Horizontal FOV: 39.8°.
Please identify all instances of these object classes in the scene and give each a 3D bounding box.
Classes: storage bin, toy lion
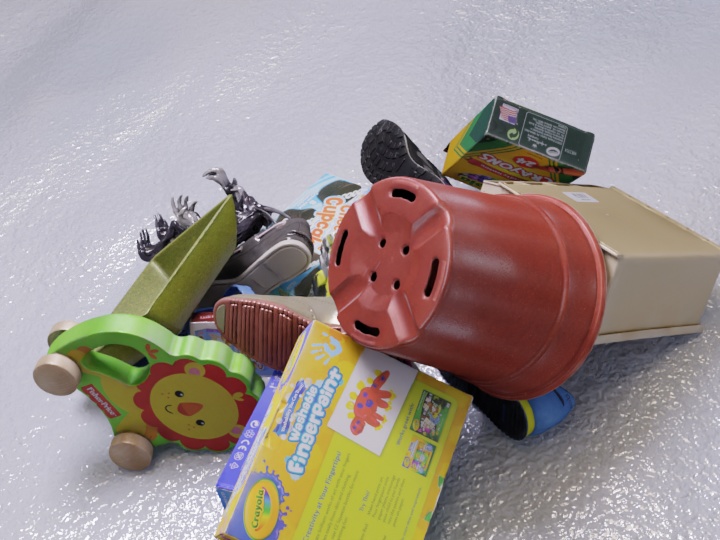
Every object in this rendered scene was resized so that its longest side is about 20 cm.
[{"bbox_3d":[0.243,-0.019,1.041,0.198,0.095,0.198,-2,29,-39],"label":"storage bin"},{"bbox_3d":[-0.200,0.118,1.013,0.190,0.201,0.069,-20,35,22],"label":"toy lion"}]

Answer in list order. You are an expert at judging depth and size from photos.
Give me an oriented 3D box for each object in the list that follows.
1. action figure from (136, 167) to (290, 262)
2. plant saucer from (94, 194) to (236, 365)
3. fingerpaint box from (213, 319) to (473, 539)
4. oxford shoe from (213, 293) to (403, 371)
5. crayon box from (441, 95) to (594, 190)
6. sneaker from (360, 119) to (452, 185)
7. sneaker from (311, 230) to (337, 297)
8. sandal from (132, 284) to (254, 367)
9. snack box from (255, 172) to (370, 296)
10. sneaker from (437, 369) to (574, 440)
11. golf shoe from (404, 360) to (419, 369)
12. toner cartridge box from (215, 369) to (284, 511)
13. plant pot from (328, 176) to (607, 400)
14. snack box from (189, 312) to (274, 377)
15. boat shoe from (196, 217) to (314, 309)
[{"bbox_3d":[-0.189,-0.066,1.241,0.198,0.103,0.119,-17,16,27],"label":"action figure"},{"bbox_3d":[-0.221,0.030,1.116,0.199,0.048,0.201,-31,23,45],"label":"plant saucer"},{"bbox_3d":[-0.014,0.174,0.885,0.165,0.073,0.202,25,68,-7],"label":"fingerpaint box"},{"bbox_3d":[-0.048,0.058,0.993,0.197,0.072,0.074,15,31,8],"label":"oxford shoe"},{"bbox_3d":[0.178,-0.132,1.186,0.125,0.200,0.051,19,77,-8],"label":"crayon box"},{"bbox_3d":[0.070,-0.112,1.275,0.076,0.087,0.201,-47,48,16],"label":"sneaker"},{"bbox_3d":[0.000,0.000,1.099,0.084,0.200,0.075,-15,76,-18],"label":"sneaker"},{"bbox_3d":[-0.179,0.078,1.129,0.199,0.088,0.080,-30,45,-15],"label":"sandal"},{"bbox_3d":[-0.061,-0.042,1.263,0.115,0.037,0.200,22,52,34],"label":"snack box"},{"bbox_3d":[0.140,0.098,1.039,0.078,0.067,0.200,-20,40,-25],"label":"sneaker"},{"bbox_3d":[0.013,0.164,0.975,0.074,0.092,0.201,7,46,20],"label":"golf shoe"},{"bbox_3d":[-0.075,0.166,0.994,0.043,0.096,0.201,6,45,21],"label":"toner cartridge box"},{"bbox_3d":[0.087,0.009,0.905,0.194,0.203,0.201,13,20,-43],"label":"plant pot"},{"bbox_3d":[-0.084,0.080,1.077,0.197,0.073,0.024,-1,28,-3],"label":"snack box"},{"bbox_3d":[-0.133,0.003,1.178,0.199,0.067,0.057,-29,34,27],"label":"boat shoe"}]
